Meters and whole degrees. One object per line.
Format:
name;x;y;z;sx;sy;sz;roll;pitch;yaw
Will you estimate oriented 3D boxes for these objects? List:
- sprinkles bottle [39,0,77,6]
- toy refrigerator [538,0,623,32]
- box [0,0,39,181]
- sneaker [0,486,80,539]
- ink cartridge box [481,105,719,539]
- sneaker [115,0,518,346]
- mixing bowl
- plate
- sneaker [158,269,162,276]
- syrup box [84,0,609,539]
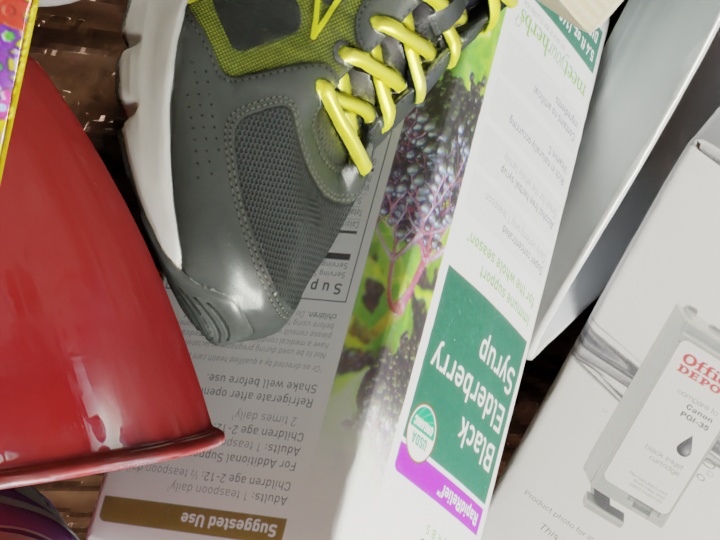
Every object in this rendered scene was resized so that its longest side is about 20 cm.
sprinkles bottle;-0.110;-0.136;0.644;0.068;0.068;0.200;-48;143;-4
toy refrigerator;-0.005;-0.141;0.640;0.076;0.200;0.070;-50;143;1
box;-0.147;-0.098;0.467;0.199;0.193;0.123;10;119;-10
sneaker;-0.172;0.085;0.765;0.199;0.114;0.073;3;105;-11
ink cartridge box;0.124;0.021;0.941;0.147;0.083;0.200;-45;165;-51
sneaker;-0.001;-0.072;0.727;0.075;0.084;0.201;61;35;-51
mixing bowl;-0.135;-0.003;0.660;0.199;0.200;0.109;-5;89;-44
plate;0.113;-0.086;0.895;0.201;0.032;0.199;-62;168;25
sneaker;-0.037;0.080;0.904;0.200;0.087;0.076;53;56;-30
syrup box;0.000;0.000;0.796;0.079;0.081;0.201;41;58;-54
